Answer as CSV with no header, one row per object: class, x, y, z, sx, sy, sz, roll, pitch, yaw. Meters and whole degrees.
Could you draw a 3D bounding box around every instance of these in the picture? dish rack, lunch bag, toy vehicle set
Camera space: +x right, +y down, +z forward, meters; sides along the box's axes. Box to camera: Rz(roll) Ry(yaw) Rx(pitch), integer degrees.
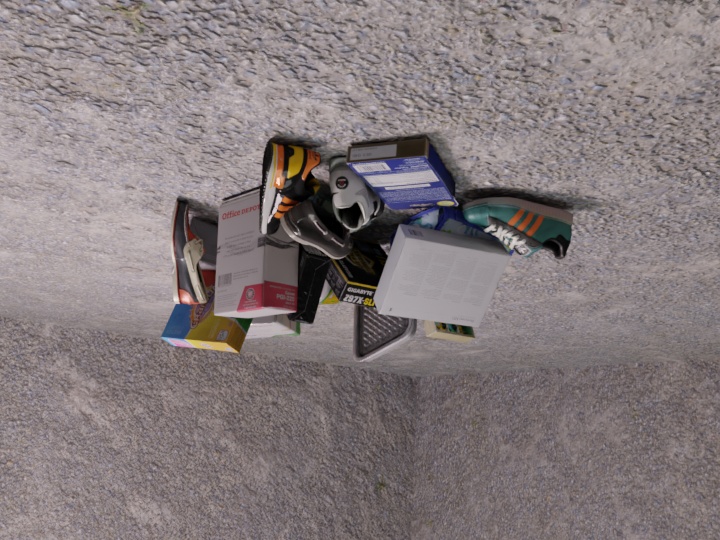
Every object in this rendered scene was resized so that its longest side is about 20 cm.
dish rack,0.055,0.080,1.420,0.043,0.203,0.170,31,134,-32
lunch bag,0.167,-0.037,1.279,0.167,0.130,0.200,16,147,-23
toy vehicle set,0.156,0.040,1.398,0.123,0.204,0.026,12,146,-44

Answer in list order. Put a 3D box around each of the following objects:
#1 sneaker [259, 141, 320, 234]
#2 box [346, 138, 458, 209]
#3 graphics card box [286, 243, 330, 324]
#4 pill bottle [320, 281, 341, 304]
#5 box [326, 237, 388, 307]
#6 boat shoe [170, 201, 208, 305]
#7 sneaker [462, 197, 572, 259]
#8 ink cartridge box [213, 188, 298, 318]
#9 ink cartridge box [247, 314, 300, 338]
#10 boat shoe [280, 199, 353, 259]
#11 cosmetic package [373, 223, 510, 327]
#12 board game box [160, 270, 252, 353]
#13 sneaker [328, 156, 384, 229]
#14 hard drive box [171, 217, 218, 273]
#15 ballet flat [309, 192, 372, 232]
sneaker,-0.108,-0.115,1.070,0.088,0.071,0.201,2,151,-11
box,0.070,-0.140,1.058,0.119,0.033,0.200,-2,164,21
graphics card box,-0.115,-0.001,1.289,0.050,0.128,0.200,10,-162,-23
pill bottle,-0.069,0.016,1.504,0.109,0.114,0.199,-3,178,25
box,0.000,0.000,1.358,0.157,0.050,0.201,14,-156,-30
boat shoe,-0.319,-0.031,1.310,0.061,0.204,0.071,1,-159,-3
sneaker,0.261,-0.067,1.159,0.196,0.082,0.071,8,168,-13
ink cartridge box,-0.180,-0.026,1.223,0.144,0.205,0.084,-9,167,43
ink cartridge box,-0.221,0.091,1.514,0.142,0.090,0.200,-4,169,9
boat shoe,-0.050,-0.065,1.109,0.057,0.068,0.199,-35,159,19
cosmetic package,0.137,0.012,1.199,0.196,0.153,0.052,9,-152,-19
board game box,-0.284,0.075,1.363,0.197,0.156,0.040,-1,150,38
sneaker,-0.009,-0.102,1.121,0.072,0.091,0.200,-2,166,17
hard drive box,-0.302,-0.022,1.466,0.153,0.078,0.200,21,161,-16
ballet flat,-0.059,-0.090,1.208,0.073,0.076,0.198,-10,159,43
